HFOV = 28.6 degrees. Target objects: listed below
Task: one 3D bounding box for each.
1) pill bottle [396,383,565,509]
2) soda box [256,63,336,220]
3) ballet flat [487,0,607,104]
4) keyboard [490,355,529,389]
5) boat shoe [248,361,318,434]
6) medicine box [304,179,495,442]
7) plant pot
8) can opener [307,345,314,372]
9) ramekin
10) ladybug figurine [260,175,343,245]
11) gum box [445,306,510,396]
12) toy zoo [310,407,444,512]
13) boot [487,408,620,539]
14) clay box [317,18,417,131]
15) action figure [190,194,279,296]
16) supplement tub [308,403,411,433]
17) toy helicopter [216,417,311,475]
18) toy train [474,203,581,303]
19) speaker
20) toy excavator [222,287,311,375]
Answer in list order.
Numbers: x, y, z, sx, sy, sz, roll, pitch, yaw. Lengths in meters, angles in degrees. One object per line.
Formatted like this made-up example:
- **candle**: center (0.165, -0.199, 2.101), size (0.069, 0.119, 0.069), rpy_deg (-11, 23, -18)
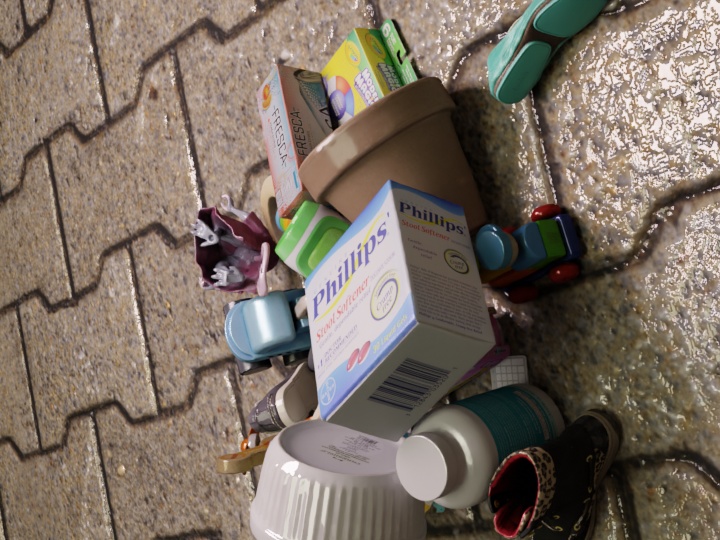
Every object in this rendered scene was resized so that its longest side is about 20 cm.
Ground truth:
- **pill bottle**: center (0.127, 0.191, 1.525), size (0.110, 0.199, 0.112), rpy_deg (7, 101, 40)
- **soda box**: center (-0.075, -0.158, 1.764), size (0.064, 0.068, 0.201), rpy_deg (-46, 46, 44)
- **ballet flat**: center (0.193, -0.266, 1.504), size (0.200, 0.067, 0.071), rpy_deg (-52, 41, 40)
- **keyboard**: center (0.180, 0.199, 1.624), size (0.056, 0.011, 0.202), rpy_deg (-6, 90, 53)
- **boat shoe**: center (-0.092, 0.169, 1.840), size (0.062, 0.200, 0.073), rpy_deg (-22, 91, 16)
- **medicine box**: center (0.035, 0.043, 1.492), size (0.182, 0.102, 0.201), rpy_deg (-49, 36, 35)
- **plant pot**: center (0.057, -0.097, 1.632), size (0.175, 0.200, 0.200), rpy_deg (55, 138, 6)
- **can opener**: center (-0.003, 0.075, 1.805), size (0.200, 0.067, 0.054), rpy_deg (-53, 55, 43)
- **ramekin**: center (-0.021, 0.242, 1.570), size (0.200, 0.199, 0.106), rpy_deg (25, 114, 49)
- **ladybug figurine**: center (-0.069, -0.067, 1.854), size (0.200, 0.072, 0.137), rpy_deg (34, 140, 56)
- **gum box**: center (0.075, 0.108, 1.655), size (0.200, 0.113, 0.067), rpy_deg (-41, 62, 53)
- **toy zoo**: center (0.016, 0.241, 1.683), size (0.132, 0.199, 0.020), rpy_deg (-55, 14, 20)
- **boot**: center (0.192, 0.249, 1.493), size (0.073, 0.150, 0.201), rpy_deg (35, 120, 31)
- **clay box**: center (-0.007, -0.217, 1.789), size (0.200, 0.047, 0.115), rpy_deg (-48, 56, 45)
- **action figure**: center (-0.149, -0.033, 1.912), size (0.148, 0.200, 0.135), rpy_deg (7, 91, 21)
- **supplement tub**: center (-0.021, 0.268, 1.790), size (0.145, 0.144, 0.201), rpy_deg (44, 128, 41)
- **toy helicopter**: center (-0.125, 0.238, 1.880), size (0.132, 0.199, 0.080), rpy_deg (1, 96, 36)
- **toy train**: center (0.139, -0.002, 1.564), size (0.200, 0.115, 0.085), rpy_deg (-31, 69, 50)
- **speaker**: center (0.000, 0.000, 1.686), size (0.199, 0.089, 0.089), rpy_deg (32, 133, -7)
- **toy excavator**: center (-0.084, 0.059, 1.872), size (0.200, 0.193, 0.101), rpy_deg (115, 142, -75)
